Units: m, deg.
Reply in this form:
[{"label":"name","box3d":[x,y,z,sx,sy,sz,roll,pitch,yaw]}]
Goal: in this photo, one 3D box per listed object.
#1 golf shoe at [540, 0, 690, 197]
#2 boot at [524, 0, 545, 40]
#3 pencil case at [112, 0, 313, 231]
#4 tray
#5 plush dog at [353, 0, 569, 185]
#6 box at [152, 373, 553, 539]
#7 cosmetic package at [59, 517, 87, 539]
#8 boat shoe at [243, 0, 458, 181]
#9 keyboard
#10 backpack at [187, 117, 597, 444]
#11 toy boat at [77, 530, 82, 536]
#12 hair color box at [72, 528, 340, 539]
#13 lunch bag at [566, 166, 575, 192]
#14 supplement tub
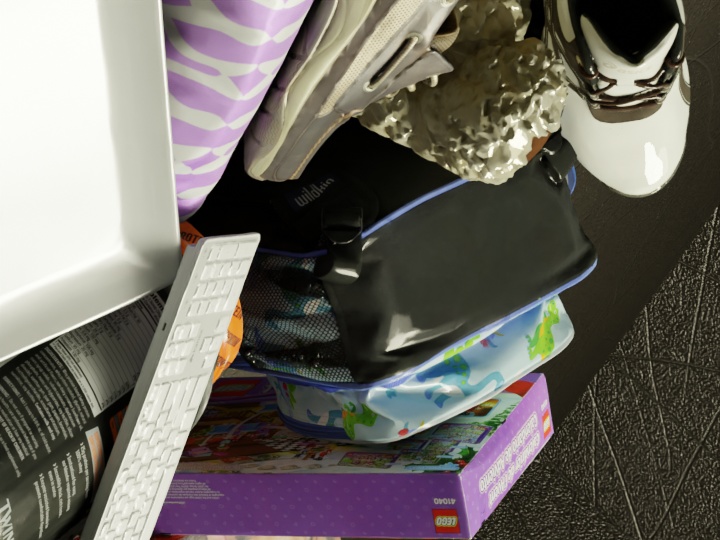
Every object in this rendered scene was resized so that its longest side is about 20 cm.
[{"label":"golf shoe","box3d":[0.122,-0.104,1.068,0.095,0.078,0.200,-92,169,-52]},{"label":"boot","box3d":[0.120,-0.194,1.168,0.174,0.069,0.200,-86,-161,-53]},{"label":"pencil case","box3d":[-0.070,-0.102,0.880,0.085,0.084,0.200,-6,143,-32]},{"label":"tray","box3d":[-0.124,-0.048,0.844,0.107,0.022,0.200,-24,142,-21]},{"label":"plush dog","box3d":[0.027,-0.157,1.011,0.200,0.160,0.172,-98,-153,-67]},{"label":"box","box3d":[-0.013,0.096,1.156,0.137,0.200,0.039,-41,125,-60]},{"label":"cosmetic package","box3d":[-0.202,0.134,1.164,0.200,0.071,0.101,-48,169,-4]},{"label":"boat shoe","box3d":[0.006,-0.099,0.908,0.200,0.073,0.075,125,-26,-50]},{"label":"keyboard","box3d":[-0.090,0.076,0.956,0.056,0.011,0.200,-2,116,-62]},{"label":"backpack","box3d":[0.000,0.000,1.136,0.183,0.200,0.147,-29,114,-35]},{"label":"toy boat","box3d":[-0.111,0.088,1.310,0.200,0.130,0.131,-27,125,-64]},{"label":"hair color box","box3d":[-0.094,0.181,1.181,0.200,0.064,0.111,-27,114,-47]},{"label":"lunch bag","box3d":[0.025,-0.030,1.299,0.200,0.136,0.132,-44,172,15]},{"label":"supplement tub","box3d":[-0.150,0.054,0.977,0.200,0.122,0.123,-38,164,-43]}]
